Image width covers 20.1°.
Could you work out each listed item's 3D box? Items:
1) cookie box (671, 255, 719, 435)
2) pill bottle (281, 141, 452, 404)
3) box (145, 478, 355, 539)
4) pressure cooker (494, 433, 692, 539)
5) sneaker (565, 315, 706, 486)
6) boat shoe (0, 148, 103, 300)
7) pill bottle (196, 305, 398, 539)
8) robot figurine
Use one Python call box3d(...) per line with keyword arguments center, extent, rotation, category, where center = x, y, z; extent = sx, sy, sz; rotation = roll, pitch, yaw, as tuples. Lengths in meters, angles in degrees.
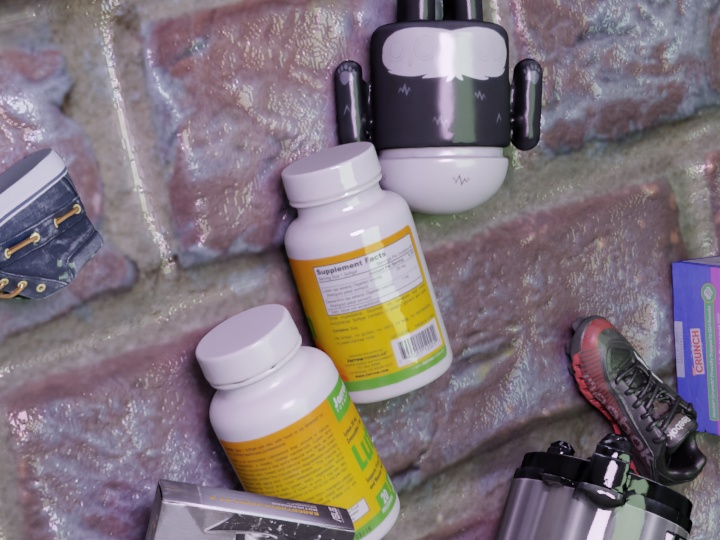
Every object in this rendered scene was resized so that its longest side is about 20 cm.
box3d(center=(0.411, 0.069, 2.060), extent=(0.199, 0.075, 0.173), rotation=(-7, 96, -37), category="cookie box")
box3d(center=(0.000, 0.000, 1.714), extent=(0.111, 0.111, 0.202), rotation=(-27, 107, -34), category="pill bottle")
box3d(center=(-0.103, 0.274, 1.607), extent=(0.157, 0.048, 0.202), rotation=(11, 105, -14), category="box")
box3d(center=(0.208, 0.246, 1.844), extent=(0.178, 0.175, 0.202), rotation=(26, 75, -32), category="pressure cooker")
box3d(center=(0.269, 0.126, 1.937), extent=(0.071, 0.098, 0.201), rotation=(-41, 113, -28), category="sneaker")
box3d(center=(-0.277, -0.002, 1.520), extent=(0.200, 0.071, 0.091), rotation=(-42, 111, -32), category="boat shoe")
box3d(center=(-0.055, 0.134, 1.664), extent=(0.111, 0.111, 0.201), rotation=(-38, 113, -31), category="pill bottle")
box3d(center=(0.068, -0.149, 1.758), extent=(0.124, 0.149, 0.202), rotation=(-4, 93, -59), category="robot figurine")
